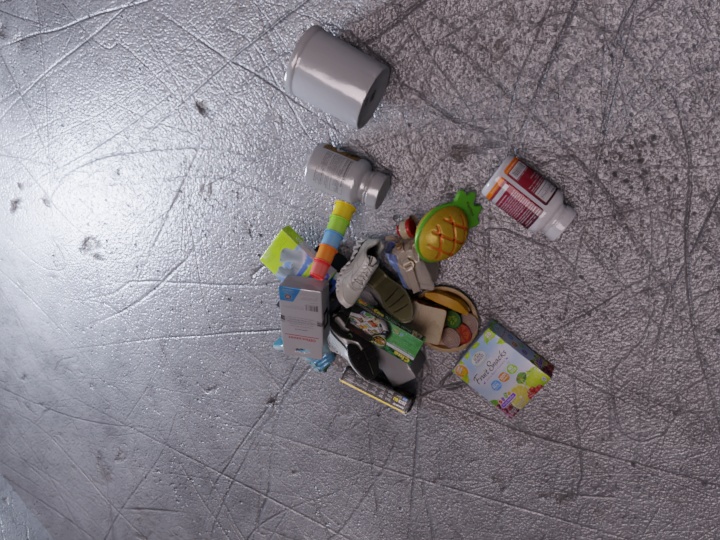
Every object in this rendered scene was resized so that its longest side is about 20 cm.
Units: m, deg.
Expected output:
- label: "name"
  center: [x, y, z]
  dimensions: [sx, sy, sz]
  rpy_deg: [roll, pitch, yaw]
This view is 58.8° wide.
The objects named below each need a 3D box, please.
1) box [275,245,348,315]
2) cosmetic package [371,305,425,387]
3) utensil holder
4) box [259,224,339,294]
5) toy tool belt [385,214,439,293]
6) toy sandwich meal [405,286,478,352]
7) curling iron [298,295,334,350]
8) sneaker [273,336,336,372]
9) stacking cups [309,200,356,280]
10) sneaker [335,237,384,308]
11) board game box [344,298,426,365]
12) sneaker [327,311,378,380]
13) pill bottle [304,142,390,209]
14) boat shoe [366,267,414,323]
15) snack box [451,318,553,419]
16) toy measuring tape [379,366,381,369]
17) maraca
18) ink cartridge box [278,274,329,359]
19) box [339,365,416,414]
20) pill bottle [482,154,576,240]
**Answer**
- label: "box"
  center: [-0.112, 0.052, 1.745]
  dimensions: [0.148, 0.107, 0.201]
  rpy_deg: [39, 119, 5]
- label: "cosmetic package"
  center: [0.084, 0.197, 1.718]
  dimensions: [0.089, 0.107, 0.202]
  rpy_deg: [-25, 96, 28]
- label: "utensil holder"
  center: [-0.052, -0.452, 1.506]
  dimensions: [0.198, 0.170, 0.171]
  rpy_deg: [29, 117, 7]
- label: "box"
  center: [-0.154, -0.004, 1.655]
  dimensions: [0.200, 0.048, 0.122]
  rpy_deg: [43, 119, 4]
- label: "toy tool belt"
  center: [0.109, -0.034, 1.609]
  dimensions: [0.122, 0.126, 0.201]
  rpy_deg: [-10, 124, 31]
- label: "toy sandwich meal"
  center: [0.207, 0.133, 1.662]
  dimensions: [0.202, 0.070, 0.208]
  rpy_deg: [8, 112, 20]
- label: "curling iron"
  center: [-0.123, 0.141, 1.704]
  dimensions: [0.201, 0.025, 0.050]
  rpy_deg: [-53, 48, 25]
- label: "sneaker"
  center: [-0.158, 0.244, 1.854]
  dimensions: [0.198, 0.080, 0.132]
  rpy_deg: [-10, 115, 36]
- label: "stacking cups"
  center: [-0.070, -0.074, 1.595]
  dimensions: [0.060, 0.061, 0.202]
  rpy_deg: [15, 73, 16]
- label: "sneaker"
  center: [0.000, 0.000, 1.620]
  dimensions: [0.075, 0.202, 0.081]
  rpy_deg: [35, 157, -30]
- label: "board game box"
  center: [0.061, 0.157, 1.622]
  dimensions: [0.198, 0.024, 0.105]
  rpy_deg: [30, 131, 6]
- label: "sneaker"
  center: [-0.024, 0.214, 1.705]
  dimensions: [0.202, 0.075, 0.116]
  rpy_deg: [56, 156, 16]
- label: "pill bottle"
  center: [-0.031, -0.233, 1.603]
  dimensions: [0.198, 0.114, 0.116]
  rpy_deg: [25, 116, 13]
- label: "boat shoe"
  center: [0.076, 0.065, 1.663]
  dimensions: [0.074, 0.069, 0.201]
  rpy_deg: [-35, 60, -5]
- label: "snack box"
  center: [0.364, 0.254, 1.644]
  dimensions: [0.199, 0.068, 0.170]
  rpy_deg: [38, 119, 8]
- label: "toy measuring tape"
  center: [0.013, 0.230, 1.773]
  dimensions: [0.198, 0.073, 0.074]
  rpy_deg: [29, 117, 16]
- label: "maraca"
  center: [0.211, -0.105, 1.531]
  dimensions: [0.200, 0.107, 0.138]
  rpy_deg: [-42, 131, -7]
- label: "ink cartridge box"
  center: [-0.141, 0.120, 1.633]
  dimensions: [0.114, 0.067, 0.203]
  rpy_deg: [7, 118, 12]
- label: "box"
  center: [0.051, 0.323, 1.747]
  dimensions: [0.198, 0.160, 0.050]
  rpy_deg: [25, 88, 12]
- label: "pill bottle"
  center: [0.386, -0.162, 1.456]
  dimensions: [0.199, 0.113, 0.113]
  rpy_deg: [39, 119, 5]
